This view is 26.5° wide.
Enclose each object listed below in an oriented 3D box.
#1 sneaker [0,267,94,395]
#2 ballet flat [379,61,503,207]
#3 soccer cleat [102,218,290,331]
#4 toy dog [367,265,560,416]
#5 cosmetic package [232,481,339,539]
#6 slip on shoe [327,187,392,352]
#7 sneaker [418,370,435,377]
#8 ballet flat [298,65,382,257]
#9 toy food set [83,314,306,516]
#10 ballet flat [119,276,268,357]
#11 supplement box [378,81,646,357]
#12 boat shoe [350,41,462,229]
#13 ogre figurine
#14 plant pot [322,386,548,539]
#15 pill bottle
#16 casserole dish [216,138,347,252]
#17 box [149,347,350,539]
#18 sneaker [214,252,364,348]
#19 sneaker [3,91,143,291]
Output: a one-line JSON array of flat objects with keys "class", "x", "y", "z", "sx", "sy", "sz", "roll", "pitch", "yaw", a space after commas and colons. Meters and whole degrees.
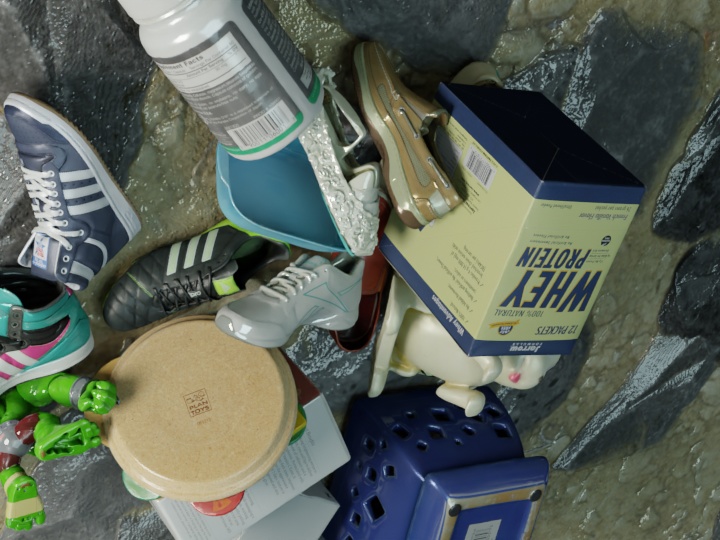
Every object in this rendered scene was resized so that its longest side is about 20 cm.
[{"class": "sneaker", "x": -0.347, "y": 0.061, "z": 1.431, "sx": 0.200, "sy": 0.084, "sz": 0.121, "roll": -27, "pitch": 135, "yaw": -28}, {"class": "ballet flat", "x": 0.082, "y": -0.133, "z": 1.614, "sx": 0.069, "sy": 0.069, "sz": 0.200, "roll": 31, "pitch": 98, "yaw": -42}, {"class": "soccer cleat", "x": -0.164, "y": 0.005, "z": 1.524, "sx": 0.200, "sy": 0.081, "sz": 0.068, "roll": -31, "pitch": 131, "yaw": -14}, {"class": "toy dog", "x": 0.119, "y": 0.070, "z": 1.659, "sx": 0.199, "sy": 0.194, "sz": 0.140, "roll": 13, "pitch": 123, "yaw": -2}, {"class": "cosmetic package", "x": -0.128, "y": 0.315, "z": 1.747, "sx": 0.113, "sy": 0.081, "sz": 0.200, "roll": 25, "pitch": 101, "yaw": -42}, {"class": "slip on shoe", "x": 0.000, "y": 0.000, "z": 1.637, "sx": 0.074, "sy": 0.061, "sz": 0.201, "roll": 3, "pitch": 119, "yaw": -11}, {"class": "sneaker", "x": 0.134, "y": 0.057, "z": 1.762, "sx": 0.200, "sy": 0.076, "sz": 0.075, "roll": -39, "pitch": 131, "yaw": -9}, {"class": "ballet flat", "x": -0.018, "y": -0.110, "z": 1.498, "sx": 0.072, "sy": 0.072, "sz": 0.201, "roll": -27, "pitch": 97, "yaw": -17}, {"class": "toy food set", "x": -0.159, "y": 0.139, "z": 1.504, "sx": 0.200, "sy": 0.198, "sz": 0.049, "roll": -35, "pitch": 160, "yaw": -14}, {"class": "ballet flat", "x": -0.171, "y": 0.075, "z": 1.576, "sx": 0.200, "sy": 0.062, "sz": 0.068, "roll": -36, "pitch": 134, "yaw": -9}, {"class": "supplement box", "x": 0.145, "y": -0.051, "z": 1.532, "sx": 0.134, "sy": 0.200, "sz": 0.200, "roll": 1, "pitch": 123, "yaw": -33}, {"class": "boat shoe", "x": 0.052, "y": -0.143, "z": 1.506, "sx": 0.076, "sy": 0.201, "sz": 0.072, "roll": -24, "pitch": 166, "yaw": 20}, {"class": "ogre figurine", "x": -0.329, "y": 0.164, "z": 1.487, "sx": 0.098, "sy": 0.120, "sz": 0.200, "roll": 15, "pitch": 111, "yaw": -44}, {"class": "plant pot", "x": 0.096, "y": 0.268, "z": 1.790, "sx": 0.199, "sy": 0.180, "sz": 0.201, "roll": -3, "pitch": 119, "yaw": -34}, {"class": "pill bottle", "x": -0.128, "y": -0.206, "z": 1.386, "sx": 0.113, "sy": 0.113, "sz": 0.200, "roll": -41, "pitch": 125, "yaw": -5}, {"class": "casserole dish", "x": -0.073, "y": -0.080, "z": 1.523, "sx": 0.200, "sy": 0.122, "sz": 0.039, "roll": 15, "pitch": 151, "yaw": -39}, {"class": "box", "x": -0.140, "y": 0.178, "z": 1.601, "sx": 0.200, "sy": 0.152, "sz": 0.107, "roll": -33, "pitch": 131, "yaw": -13}, {"class": "sneaker", "x": -0.069, "y": 0.023, "z": 1.532, "sx": 0.200, "sy": 0.070, "sz": 0.080, "roll": -15, "pitch": 129, "yaw": -51}, {"class": "sneaker", "x": -0.282, "y": -0.063, "z": 1.391, "sx": 0.109, "sy": 0.070, "sz": 0.200, "roll": -54, "pitch": 139, "yaw": -20}]
